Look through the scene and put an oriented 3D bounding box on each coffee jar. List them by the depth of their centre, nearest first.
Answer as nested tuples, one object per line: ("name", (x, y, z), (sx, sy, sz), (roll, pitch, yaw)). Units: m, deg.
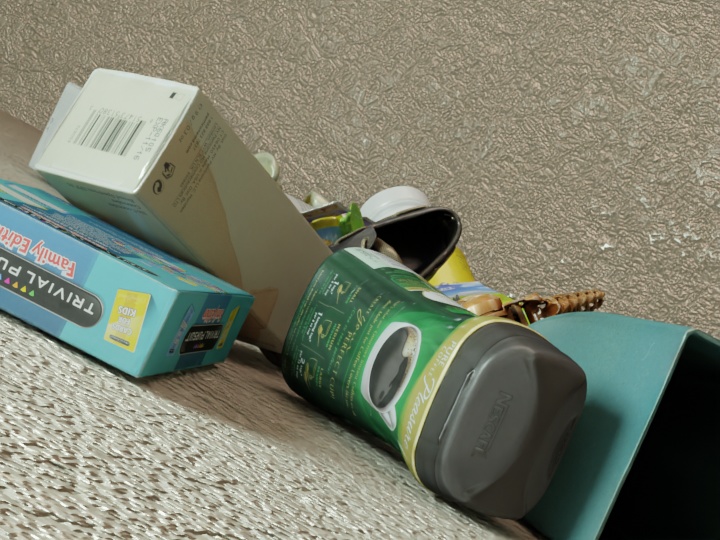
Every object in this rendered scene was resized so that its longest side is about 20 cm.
("coffee jar", (0.039, 0.061, 0.781), (0.085, 0.105, 0.200), (22, 4, -35))

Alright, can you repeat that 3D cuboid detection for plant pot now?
("plant pot", (0.165, 0.106, 0.835), (0.141, 0.142, 0.200), (26, -2, -24))

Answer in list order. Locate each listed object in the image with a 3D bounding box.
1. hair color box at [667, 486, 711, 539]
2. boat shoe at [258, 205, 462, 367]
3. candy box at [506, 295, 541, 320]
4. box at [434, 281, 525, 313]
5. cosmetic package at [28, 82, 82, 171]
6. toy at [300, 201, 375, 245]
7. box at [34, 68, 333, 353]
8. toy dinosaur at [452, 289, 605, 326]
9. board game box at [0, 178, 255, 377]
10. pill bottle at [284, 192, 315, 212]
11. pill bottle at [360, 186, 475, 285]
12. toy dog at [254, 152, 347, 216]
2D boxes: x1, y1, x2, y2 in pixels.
("hair color box", (0.296, 0.210, 0.906), (0.199, 0.064, 0.111), (28, 1, 6))
("boat shoe", (0.000, 0.000, 0.990), (0.075, 0.200, 0.073), (51, -40, 3))
("candy box", (0.195, 0.121, 1.215), (0.200, 0.061, 0.137), (28, -32, 46))
("box", (0.065, 0.046, 1.139), (0.121, 0.048, 0.200), (-7, 5, -5))
("cosmetic package", (-0.264, -0.118, 1.632), (0.199, 0.124, 0.200), (26, 0, -31))
("toy", (-0.090, -0.008, 1.100), (0.199, 0.048, 0.115), (-16, -11, 15))
("box", (-0.103, -0.033, 0.866), (0.095, 0.078, 0.200), (14, -23, 36))
("toy dinosaur", (0.078, 0.059, 0.949), (0.199, 0.103, 0.136), (1, -17, -10))
("board game box", (-0.149, 0.000, 0.723), (0.150, 0.047, 0.200), (26, 1, 6))
("pill bottle", (-0.084, -0.017, 1.312), (0.199, 0.115, 0.114), (26, 1, -34))
("pill bottle", (0.061, 0.009, 1.444), (0.112, 0.112, 0.201), (25, 33, -40))
("toy dog", (-0.090, -0.020, 1.525), (0.193, 0.140, 0.199), (-11, -27, 43))
